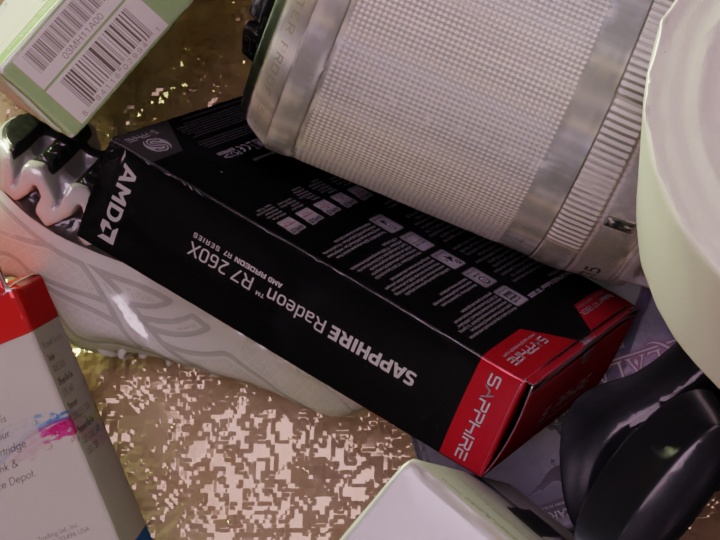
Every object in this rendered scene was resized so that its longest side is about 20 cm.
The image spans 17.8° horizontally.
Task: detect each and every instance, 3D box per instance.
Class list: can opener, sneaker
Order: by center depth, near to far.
[{"bbox_3d":[0.147,0.031,0.864,0.200,0.063,0.079,-52,39,4],"label":"can opener"},{"bbox_3d":[-0.082,0.010,1.008,0.200,0.075,0.081,32,117,7],"label":"sneaker"}]

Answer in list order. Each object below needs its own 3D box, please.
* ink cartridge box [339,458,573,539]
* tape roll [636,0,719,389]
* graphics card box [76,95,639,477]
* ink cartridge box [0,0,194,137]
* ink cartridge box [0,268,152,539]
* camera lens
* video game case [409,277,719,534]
[{"bbox_3d":[0.024,0.154,0.865,0.084,0.200,0.144,40,93,16],"label":"ink cartridge box"},{"bbox_3d":[0.191,-0.035,0.764,0.202,0.071,0.202,-2,59,4],"label":"tape roll"},{"bbox_3d":[0.000,0.000,0.938,0.200,0.125,0.051,31,115,16],"label":"graphics card box"},{"bbox_3d":[-0.108,-0.133,0.981,0.048,0.200,0.146,42,86,-21],"label":"ink cartridge box"},{"bbox_3d":[-0.169,0.078,0.968,0.116,0.067,0.200,-21,93,5],"label":"ink cartridge box"},{"bbox_3d":[0.062,-0.094,0.911,0.200,0.160,0.160,22,80,-1],"label":"camera lens"},{"bbox_3d":[0.079,0.014,0.995,0.143,0.019,0.200,-18,72,6],"label":"video game case"}]
